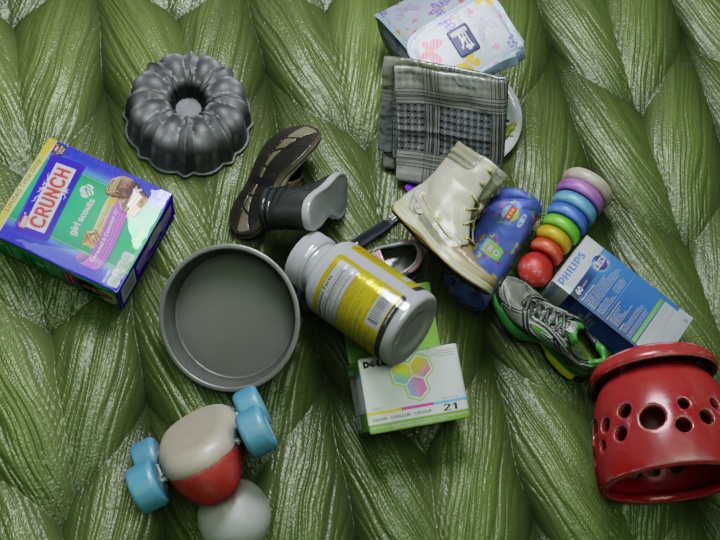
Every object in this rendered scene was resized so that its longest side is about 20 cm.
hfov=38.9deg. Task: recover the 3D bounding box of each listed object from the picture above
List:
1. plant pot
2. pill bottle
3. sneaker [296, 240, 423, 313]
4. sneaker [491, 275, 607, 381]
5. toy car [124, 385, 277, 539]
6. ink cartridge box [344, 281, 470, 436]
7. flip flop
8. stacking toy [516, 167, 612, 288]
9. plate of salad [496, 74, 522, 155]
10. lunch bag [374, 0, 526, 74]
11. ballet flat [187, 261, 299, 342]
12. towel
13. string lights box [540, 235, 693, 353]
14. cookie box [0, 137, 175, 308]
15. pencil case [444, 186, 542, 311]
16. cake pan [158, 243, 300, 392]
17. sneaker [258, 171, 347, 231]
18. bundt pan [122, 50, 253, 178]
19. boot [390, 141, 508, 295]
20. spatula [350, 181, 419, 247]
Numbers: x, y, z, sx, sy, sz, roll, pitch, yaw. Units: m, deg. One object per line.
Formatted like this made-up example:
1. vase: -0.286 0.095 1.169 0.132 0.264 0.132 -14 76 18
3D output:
1. plant pot: 0.409 0.206 1.390 0.198 0.201 0.184 -1 63 -9
2. pill bottle: -0.004 0.030 1.375 0.199 0.112 0.111 35 65 25
3. sneaker: 0.000 0.000 1.472 0.198 0.082 0.071 -21 72 -17
4. sneaker: 0.277 0.074 1.469 0.199 0.085 0.078 38 63 -4
5. toy car: -0.174 0.287 1.309 0.183 0.177 0.202 -26 102 -5
6. ink cartridge box: 0.056 0.118 1.416 0.146 0.076 0.202 -8 81 -13
7. flip flop: -0.124 -0.130 1.522 0.081 0.058 0.201 21 77 36
8. stacking toy: 0.301 -0.058 1.555 0.085 0.085 0.201 35 73 6
9. plate of salad: 0.165 -0.259 1.627 0.198 0.048 0.202 4 67 -8
10. lunch bag: 0.140 -0.354 1.573 0.168 0.128 0.201 -28 48 -4
11. ballet flat: -0.161 0.031 1.449 0.199 0.069 0.071 31 41 4
12. towel: 0.117 -0.210 1.502 0.198 0.194 0.035 14 38 20
13. string lights box: 0.383 0.053 1.524 0.200 0.059 0.103 39 67 8
14. cookie box: -0.390 -0.068 1.442 0.198 0.075 0.172 24 66 2
15. pencil case: 0.196 -0.038 1.522 0.087 0.078 0.201 35 66 -5
16. cake pan: -0.176 0.064 1.395 0.198 0.037 0.203 1 94 8
17. sneaker: -0.084 -0.103 1.475 0.098 0.200 0.072 4 106 18
18. bundt pan: -0.260 -0.245 1.538 0.200 0.076 0.204 3 68 -8
19. boot: 0.156 -0.076 1.439 0.155 0.072 0.200 -44 63 0
20. spatula: 0.054 -0.084 1.548 0.200 0.021 0.056 -39 65 -19
